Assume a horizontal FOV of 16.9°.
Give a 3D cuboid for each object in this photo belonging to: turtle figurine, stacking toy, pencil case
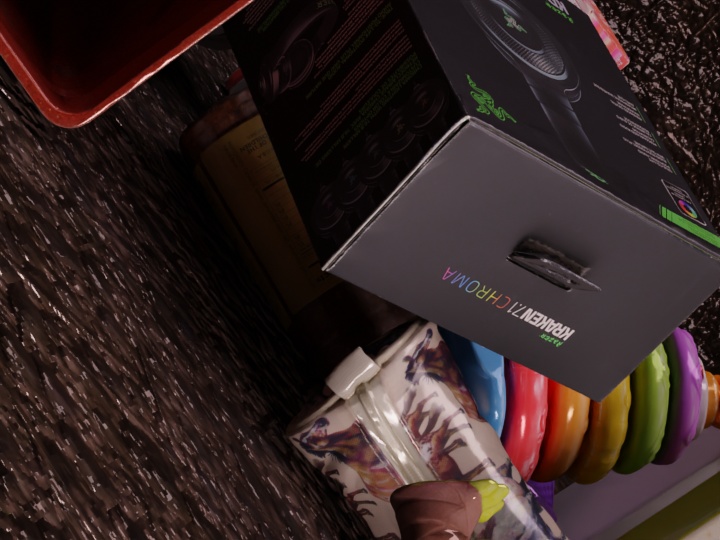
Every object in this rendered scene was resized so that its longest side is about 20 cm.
[{"bbox_3d":[0.039,0.164,0.830,0.200,0.064,0.162,66,12,-57],"label":"turtle figurine"},{"bbox_3d":[0.131,0.063,1.200,0.117,0.199,0.110,-98,-163,-45],"label":"stacking toy"},{"bbox_3d":[0.047,0.115,1.010,0.201,0.078,0.089,56,-5,-5],"label":"pencil case"}]

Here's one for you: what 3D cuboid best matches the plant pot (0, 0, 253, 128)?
[{"bbox_3d":[-0.105,-0.199,0.993,0.200,0.200,0.176,55,-4,-12],"label":"plant pot"}]

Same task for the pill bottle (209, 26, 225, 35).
[{"bbox_3d":[-0.040,-0.178,1.211,0.199,0.113,0.113,-10,58,-33],"label":"pill bottle"}]

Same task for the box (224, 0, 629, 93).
[{"bbox_3d":[0.038,-0.114,1.380,0.103,0.199,0.095,59,10,21],"label":"box"}]

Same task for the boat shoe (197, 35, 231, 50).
[{"bbox_3d":[-0.116,-0.205,1.302,0.200,0.074,0.060,49,13,2],"label":"boat shoe"}]

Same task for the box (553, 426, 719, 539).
[{"bbox_3d":[0.206,0.194,1.359,0.201,0.152,0.106,56,9,-9],"label":"box"}]

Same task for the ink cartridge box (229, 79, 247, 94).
[{"bbox_3d":[-0.015,-0.081,1.268,0.050,0.109,0.200,54,9,-16],"label":"ink cartridge box"}]

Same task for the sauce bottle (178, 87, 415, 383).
[{"bbox_3d":[-0.011,0.008,1.128,0.201,0.066,0.066,60,9,7],"label":"sauce bottle"}]

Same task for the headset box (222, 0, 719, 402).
[{"bbox_3d":[0.048,-0.056,1.044,0.174,0.093,0.201,26,28,-37],"label":"headset box"}]

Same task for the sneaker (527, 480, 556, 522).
[{"bbox_3d":[0.086,0.079,1.331,0.081,0.088,0.200,55,10,-21],"label":"sneaker"}]

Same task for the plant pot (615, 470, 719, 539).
[{"bbox_3d":[0.187,0.196,1.136,0.201,0.199,0.181,59,16,16],"label":"plant pot"}]
